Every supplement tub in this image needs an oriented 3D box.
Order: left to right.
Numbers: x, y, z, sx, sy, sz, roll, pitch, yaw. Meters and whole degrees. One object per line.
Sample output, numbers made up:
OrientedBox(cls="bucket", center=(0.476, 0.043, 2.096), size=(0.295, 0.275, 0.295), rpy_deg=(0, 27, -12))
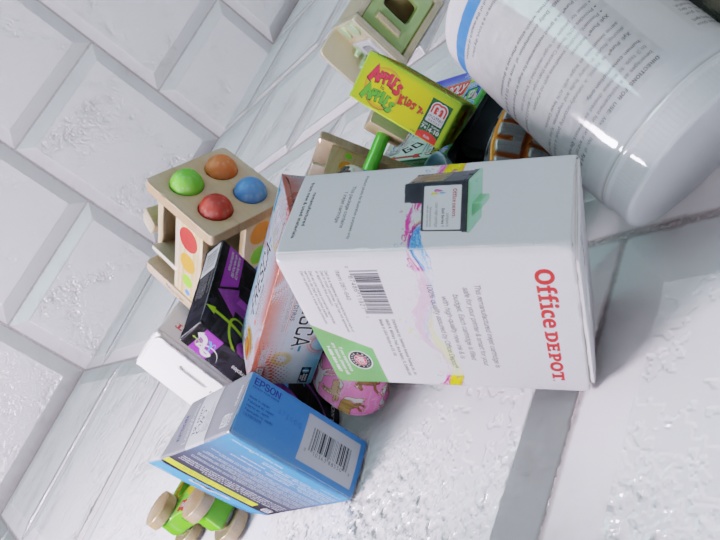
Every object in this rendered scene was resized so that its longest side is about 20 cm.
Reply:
OrientedBox(cls="supplement tub", center=(0.164, -0.146, 0.515), size=(0.132, 0.131, 0.201), rpy_deg=(-47, 63, 19))

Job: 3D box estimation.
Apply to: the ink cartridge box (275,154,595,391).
OrientedBox(cls="ink cartridge box", center=(0.061, 0.007, 0.516), size=(0.195, 0.146, 0.085), rpy_deg=(-1, 48, 22))

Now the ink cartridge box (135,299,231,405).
OrientedBox(cls="ink cartridge box", center=(-0.184, 0.082, 0.992), size=(0.085, 0.145, 0.201), rpy_deg=(-45, 11, 39))

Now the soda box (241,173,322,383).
OrientedBox(cls="soda box", center=(-0.056, 0.014, 0.651), size=(0.065, 0.067, 0.203), rpy_deg=(-106, 28, -42))

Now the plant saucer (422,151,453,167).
OrientedBox(cls="plant saucer", center=(0.066, -0.009, 0.703), size=(0.200, 0.027, 0.206), rpy_deg=(-171, 89, -82))

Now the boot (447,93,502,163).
OrientedBox(cls="boot", center=(0.176, -0.166, 0.716), size=(0.171, 0.076, 0.199), rpy_deg=(-62, 23, -11))

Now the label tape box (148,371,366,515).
OrientedBox(cls="label tape box", center=(-0.108, 0.184, 0.739), size=(0.199, 0.142, 0.067), rpy_deg=(-28, 35, 49))

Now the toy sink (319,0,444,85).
OrientedBox(cls="toy sink", center=(0.037, -0.439, 1.327), size=(0.202, 0.129, 0.112), rpy_deg=(-56, 22, -4))

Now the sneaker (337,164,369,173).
OrientedBox(cls="sneaker", center=(0.000, 0.000, 0.744), size=(0.079, 0.087, 0.204), rpy_deg=(-95, 17, -59))

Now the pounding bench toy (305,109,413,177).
OrientedBox(cls="pounding bench toy", center=(-0.012, -0.067, 0.830), size=(0.202, 0.121, 0.159), rpy_deg=(117, 171, -50))

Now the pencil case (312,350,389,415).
OrientedBox(cls="pencil case", center=(0.010, 0.034, 0.681), size=(0.087, 0.081, 0.204), rpy_deg=(47, 133, 43))

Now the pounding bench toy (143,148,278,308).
OrientedBox(cls="pounding bench toy", center=(-0.206, -0.073, 0.927), size=(0.123, 0.199, 0.159), rpy_deg=(-32, -32, -39))

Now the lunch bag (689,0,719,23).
OrientedBox(cls="lunch bag", center=(0.255, -0.228, 0.466), size=(0.119, 0.198, 0.164), rpy_deg=(-54, 21, 3))

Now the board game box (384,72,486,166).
OrientedBox(cls="board game box", center=(0.106, -0.195, 0.970), size=(0.137, 0.029, 0.199), rpy_deg=(-60, 22, -8))

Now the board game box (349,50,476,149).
OrientedBox(cls="board game box", center=(0.062, -0.177, 0.770), size=(0.048, 0.100, 0.200), rpy_deg=(-60, -5, 16))

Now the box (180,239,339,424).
OrientedBox(cls="box", center=(-0.096, 0.078, 0.789), size=(0.036, 0.200, 0.144), rpy_deg=(-33, 29, 21))

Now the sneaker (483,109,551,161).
OrientedBox(cls="sneaker", center=(0.129, -0.066, 0.651), size=(0.077, 0.077, 0.205), rpy_deg=(163, 125, -72))

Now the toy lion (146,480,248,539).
OrientedBox(cls="toy lion", center=(-0.164, 0.237, 0.911), size=(0.199, 0.068, 0.194), rpy_deg=(-30, 27, 49))
